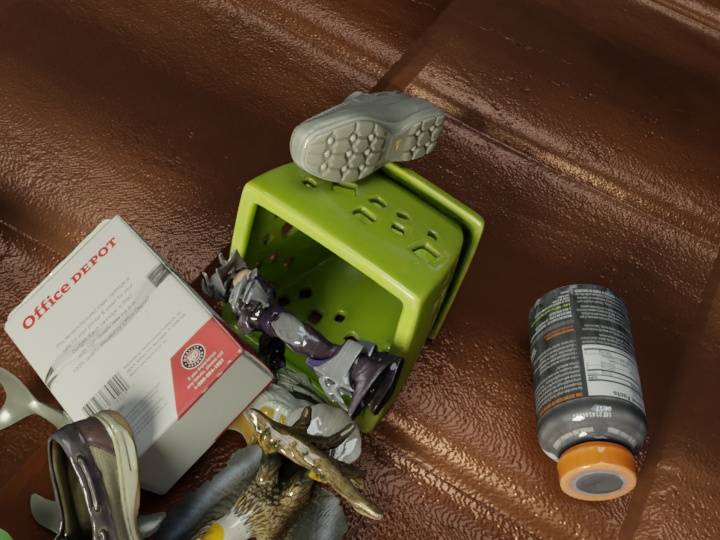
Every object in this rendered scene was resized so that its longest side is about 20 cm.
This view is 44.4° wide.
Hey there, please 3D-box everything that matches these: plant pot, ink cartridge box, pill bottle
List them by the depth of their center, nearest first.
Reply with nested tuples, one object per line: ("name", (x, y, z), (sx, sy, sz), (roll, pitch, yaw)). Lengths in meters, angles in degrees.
("ink cartridge box", (-0.197, 0.071, 0.784), (0.147, 0.083, 0.200), (-45, 62, -5))
("plant pot", (0.000, 0.000, 0.868), (0.198, 0.201, 0.181), (33, 44, 16))
("pill bottle", (0.224, 0.121, 0.874), (0.105, 0.107, 0.201), (9, 50, -5))

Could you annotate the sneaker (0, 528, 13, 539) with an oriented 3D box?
("sneaker", (-0.354, 0.260, 0.659), (0.199, 0.077, 0.083), (-29, 37, -30))

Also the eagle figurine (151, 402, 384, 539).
("eagle figurine", (-0.081, 0.204, 0.703), (0.150, 0.201, 0.152), (11, 30, -24))

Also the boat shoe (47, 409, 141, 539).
("boat shoe", (-0.202, 0.210, 0.668), (0.064, 0.071, 0.202), (-6, 93, -46))

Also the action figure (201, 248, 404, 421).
("action figure", (-0.063, 0.052, 0.756), (0.199, 0.130, 0.070), (29, 81, 21))

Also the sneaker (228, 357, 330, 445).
("sneaker", (-0.096, 0.118, 0.838), (0.199, 0.076, 0.087), (37, 25, 27))

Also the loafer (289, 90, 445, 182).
("loafer", (0.000, -0.130, 0.822), (0.070, 0.070, 0.199), (35, 31, 27))

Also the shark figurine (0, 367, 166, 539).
("shark figurine", (-0.242, 0.163, 0.746), (0.127, 0.090, 0.215), (-14, 57, -25))
